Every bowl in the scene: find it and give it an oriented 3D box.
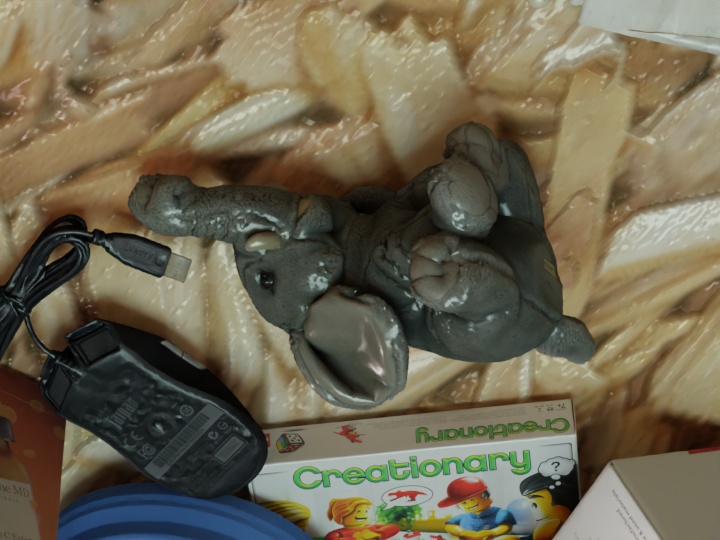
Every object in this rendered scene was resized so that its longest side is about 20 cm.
[{"bbox_3d":[-0.104,0.208,1.793,0.199,0.040,0.201,8,138,7],"label":"bowl"}]

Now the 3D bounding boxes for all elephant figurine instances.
[{"bbox_3d":[0.000,0.000,1.610,0.199,0.156,0.141,-16,174,25],"label":"elephant figurine"}]

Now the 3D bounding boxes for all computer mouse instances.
[{"bbox_3d":[-0.124,0.041,1.681,0.199,0.046,0.141,29,120,-19],"label":"computer mouse"}]

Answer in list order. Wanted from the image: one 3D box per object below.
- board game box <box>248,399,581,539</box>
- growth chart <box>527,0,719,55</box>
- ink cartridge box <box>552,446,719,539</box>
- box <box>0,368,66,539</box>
[{"bbox_3d":[0.035,0.141,1.775,0.198,0.035,0.127,-6,132,2],"label":"board game box"},{"bbox_3d":[0.185,-0.167,1.527,0.199,0.018,0.145,15,128,-15],"label":"growth chart"},{"bbox_3d":[0.169,0.202,1.768,0.145,0.084,0.200,-5,139,-41],"label":"ink cartridge box"},{"bbox_3d":[-0.258,0.143,1.653,0.152,0.201,0.106,25,127,-23],"label":"box"}]
